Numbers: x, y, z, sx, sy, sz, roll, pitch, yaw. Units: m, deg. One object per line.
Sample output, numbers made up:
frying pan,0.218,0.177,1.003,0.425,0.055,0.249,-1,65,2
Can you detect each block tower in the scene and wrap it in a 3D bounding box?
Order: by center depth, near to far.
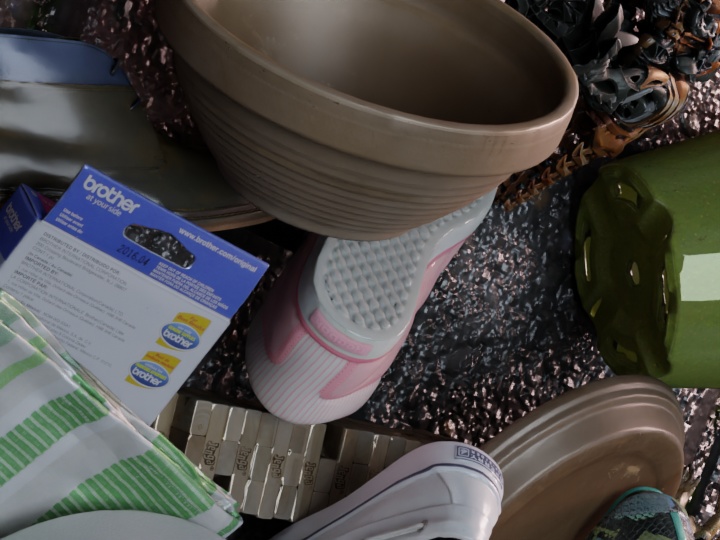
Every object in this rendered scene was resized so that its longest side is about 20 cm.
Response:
block tower,-0.028,0.100,1.410,0.200,0.054,0.058,11,93,-35

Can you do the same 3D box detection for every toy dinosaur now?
toy dinosaur,0.140,-0.111,1.444,0.136,0.102,0.200,20,95,-44
toy dinosaur,0.186,0.162,1.563,0.200,0.058,0.101,65,43,-62

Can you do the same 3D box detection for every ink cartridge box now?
ink cartridge box,-0.147,0.043,1.282,0.119,0.042,0.200,29,108,-35

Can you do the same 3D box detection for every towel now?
towel,-0.166,0.107,1.278,0.153,0.023,0.200,-40,128,6

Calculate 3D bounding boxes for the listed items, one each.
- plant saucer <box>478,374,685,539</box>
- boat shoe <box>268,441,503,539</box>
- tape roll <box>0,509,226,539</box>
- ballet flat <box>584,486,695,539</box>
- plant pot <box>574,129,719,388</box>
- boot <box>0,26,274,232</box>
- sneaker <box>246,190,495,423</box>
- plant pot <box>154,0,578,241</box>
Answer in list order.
plant saucer,0.097,0.137,1.454,0.200,0.029,0.200,-29,148,-20
boat shoe,-0.008,0.158,1.360,0.074,0.200,0.065,30,38,-18
tape roll,-0.113,0.231,1.280,0.203,0.139,0.203,-11,126,-16
ballet flat,0.117,0.205,1.468,0.074,0.074,0.200,4,127,-35
plant pot,0.224,-0.008,1.501,0.190,0.200,0.200,-7,103,-20
boot,-0.111,-0.069,1.309,0.200,0.075,0.097,-4,104,-32
sneaker,0.000,0.000,1.389,0.075,0.105,0.200,33,41,-3
plant pot,-0.007,-0.078,1.290,0.201,0.201,0.093,0,124,-34
